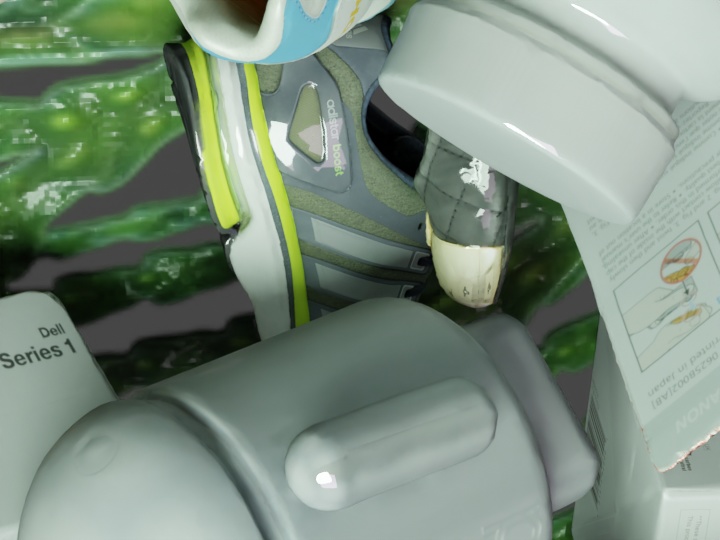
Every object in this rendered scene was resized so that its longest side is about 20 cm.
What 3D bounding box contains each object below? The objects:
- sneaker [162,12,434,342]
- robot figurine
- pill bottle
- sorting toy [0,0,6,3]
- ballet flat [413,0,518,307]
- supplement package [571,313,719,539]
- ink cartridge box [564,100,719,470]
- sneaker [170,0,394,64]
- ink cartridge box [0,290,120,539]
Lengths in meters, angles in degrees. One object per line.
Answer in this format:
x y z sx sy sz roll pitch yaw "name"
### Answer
0.000 0.000 0.799 0.080 0.074 0.201 -18 127 2 "sneaker"
-0.021 0.079 0.713 0.199 0.113 0.170 -21 162 -33 "robot figurine"
0.088 -0.119 0.651 0.112 0.112 0.201 31 85 -25 "pill bottle"
-0.180 -0.141 0.660 0.184 0.036 0.201 -29 122 -12 "sorting toy"
0.018 -0.086 0.724 0.056 0.066 0.201 -9 103 -2 "ballet flat"
0.188 0.086 0.848 0.198 0.120 0.122 0 124 -6 "supplement package"
0.134 -0.046 0.690 0.162 0.201 0.057 -41 129 21 "ink cartridge box"
-0.053 -0.153 0.648 0.076 0.081 0.201 -25 98 29 "sneaker"
-0.178 0.107 0.782 0.144 0.084 0.200 -14 152 -46 "ink cartridge box"
